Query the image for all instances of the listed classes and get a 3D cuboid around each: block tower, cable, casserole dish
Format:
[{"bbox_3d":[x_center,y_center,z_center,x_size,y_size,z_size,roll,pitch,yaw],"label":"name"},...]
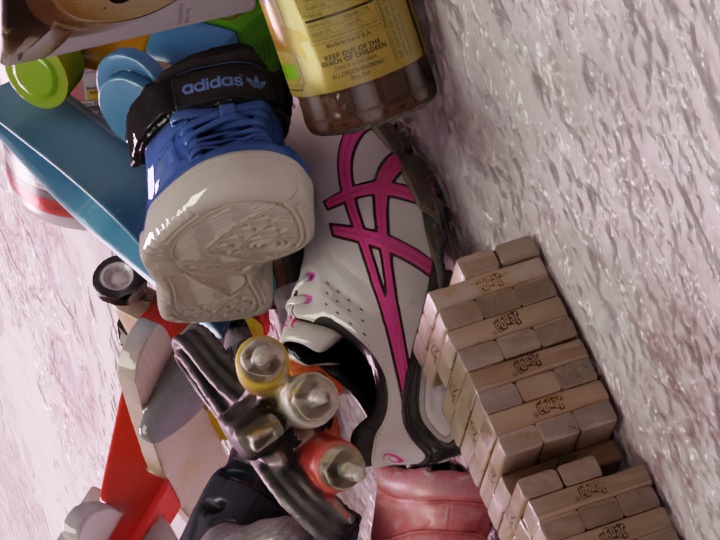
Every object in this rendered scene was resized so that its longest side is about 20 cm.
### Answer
[{"bbox_3d":[0.083,0.089,1.201,0.058,0.054,0.200,101,148,-60],"label":"block tower"},{"bbox_3d":[-0.036,0.065,1.306,0.097,0.050,0.200,55,176,-10],"label":"cable"},{"bbox_3d":[-0.121,-0.038,1.460,0.200,0.039,0.121,35,168,50],"label":"casserole dish"}]

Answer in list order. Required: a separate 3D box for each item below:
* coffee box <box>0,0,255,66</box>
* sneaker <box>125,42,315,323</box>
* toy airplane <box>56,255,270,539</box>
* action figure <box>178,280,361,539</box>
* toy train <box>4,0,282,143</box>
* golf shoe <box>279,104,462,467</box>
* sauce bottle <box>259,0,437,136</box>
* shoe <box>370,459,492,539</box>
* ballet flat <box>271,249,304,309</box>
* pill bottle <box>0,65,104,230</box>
[{"bbox_3d":[-0.099,-0.176,1.145,0.200,0.113,0.080,102,152,-60],"label":"coffee box"},{"bbox_3d":[-0.063,-0.052,1.271,0.200,0.077,0.111,105,160,-76],"label":"sneaker"},{"bbox_3d":[-0.087,0.093,1.608,0.200,0.141,0.199,-52,-36,-70],"label":"toy airplane"},{"bbox_3d":[-0.047,0.121,1.431,0.200,0.105,0.194,102,-174,-62],"label":"action figure"},{"bbox_3d":[-0.135,-0.120,1.450,0.200,0.116,0.085,17,129,30],"label":"toy train"},{"bbox_3d":[0.000,0.000,1.314,0.073,0.092,0.200,90,158,-52],"label":"golf shoe"},{"bbox_3d":[-0.025,-0.159,1.255,0.065,0.065,0.200,18,127,70],"label":"sauce bottle"},{"bbox_3d":[0.036,0.135,1.395,0.200,0.071,0.091,136,138,-85],"label":"shoe"},{"bbox_3d":[-0.068,-0.030,1.529,0.200,0.068,0.068,21,127,56],"label":"ballet flat"},{"bbox_3d":[-0.150,-0.131,1.619,0.116,0.116,0.200,-127,25,-48],"label":"pill bottle"}]
